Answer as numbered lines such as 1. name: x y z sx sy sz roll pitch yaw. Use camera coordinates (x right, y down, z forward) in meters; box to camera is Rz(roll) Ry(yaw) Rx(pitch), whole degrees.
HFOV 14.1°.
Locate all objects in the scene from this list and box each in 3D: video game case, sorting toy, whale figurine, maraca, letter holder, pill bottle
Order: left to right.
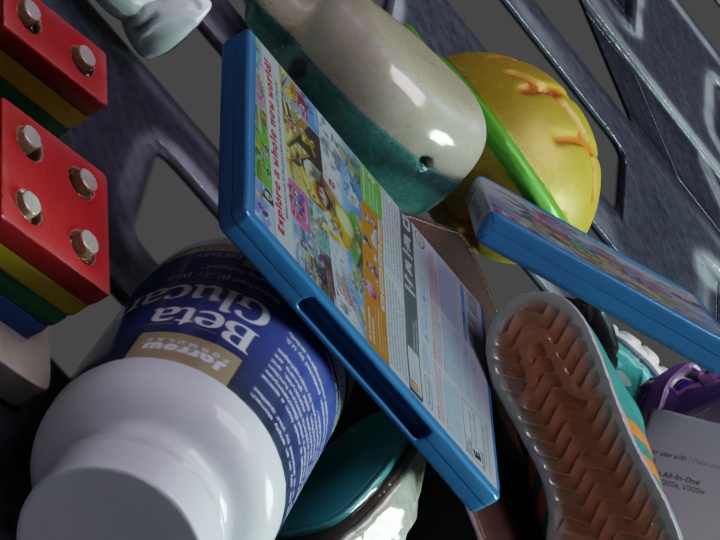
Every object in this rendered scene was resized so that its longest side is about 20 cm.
1. sorting toy: -0.188 -0.078 1.252 0.199 0.069 0.201 39 33 -39
2. pill bottle: -0.076 0.073 1.253 0.111 0.111 0.200 55 25 -13
3. whale figurine: -0.019 -0.101 1.593 0.159 0.104 0.200 31 14 -45
4. video game case: 0.000 0.000 1.330 0.200 0.018 0.144 50 23 -31
5. letter holder: 0.022 0.081 1.449 0.142 0.100 0.201 11 54 -61
6. maraca: 0.074 -0.075 1.712 0.137 0.107 0.200 58 -2 -33
7. video game case: 0.122 0.000 1.520 0.143 0.018 0.200 29 6 -3

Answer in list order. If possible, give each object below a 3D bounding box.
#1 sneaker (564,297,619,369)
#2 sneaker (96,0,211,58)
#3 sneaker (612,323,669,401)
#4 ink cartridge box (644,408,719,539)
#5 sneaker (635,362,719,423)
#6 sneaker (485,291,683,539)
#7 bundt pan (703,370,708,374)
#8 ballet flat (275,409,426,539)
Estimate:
1. sneaker: 0.068 0.089 1.567 0.200 0.082 0.075 -48 124 -45
2. sneaker: -0.116 -0.205 1.526 0.081 0.075 0.201 33 36 -30
3. sneaker: 0.157 0.118 1.698 0.080 0.077 0.201 -22 83 -56
4. ink cartridge box: 0.164 0.192 1.468 0.201 0.084 0.146 -68 155 -23
5. sneaker: 0.194 0.084 1.596 0.080 0.200 0.089 -27 73 -39
6. sneaker: 0.117 0.108 1.402 0.080 0.071 0.201 21 52 -74
7. bundt pan: 0.244 0.155 1.813 0.202 0.076 0.203 43 30 -32
8. ballet flat: -0.022 0.142 1.311 0.200 0.067 0.063 -47 119 -39
